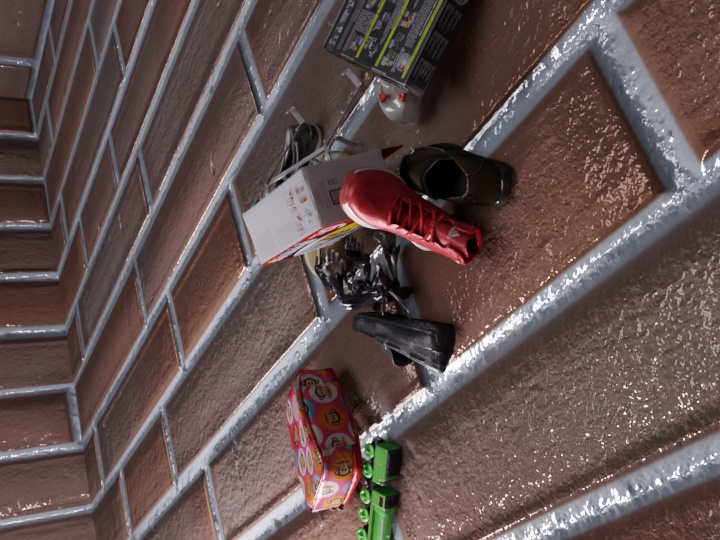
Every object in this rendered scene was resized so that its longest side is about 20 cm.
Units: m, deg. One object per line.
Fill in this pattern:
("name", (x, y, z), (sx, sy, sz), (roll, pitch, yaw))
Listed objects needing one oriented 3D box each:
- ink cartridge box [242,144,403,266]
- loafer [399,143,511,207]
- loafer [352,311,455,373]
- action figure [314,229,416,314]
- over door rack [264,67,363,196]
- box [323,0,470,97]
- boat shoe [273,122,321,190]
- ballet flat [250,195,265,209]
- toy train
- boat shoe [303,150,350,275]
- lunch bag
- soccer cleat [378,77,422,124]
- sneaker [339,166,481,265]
("ink cartridge box", (-0.041, -0.090, 1.119), (0.200, 0.175, 0.085), (-25, 85, 57))
("loafer", (0.105, -0.126, 1.028), (0.199, 0.071, 0.074), (18, 106, 56))
("loafer", (0.052, 0.097, 1.121), (0.200, 0.068, 0.071), (8, 90, 54))
("action figure", (0.000, 0.000, 1.158), (0.200, 0.118, 0.103), (27, 131, 62))
("over door rack", (-0.063, -0.198, 1.234), (0.147, 0.066, 0.201), (-25, 40, 37))
("box", (0.058, -0.345, 1.032), (0.160, 0.044, 0.201), (33, 100, 35))
("boat shoe", (-0.124, -0.166, 1.402), (0.067, 0.057, 0.201), (54, 133, 42))
("ballet flat", (-0.115, -0.084, 1.313), (0.064, 0.200, 0.076), (25, 103, 15))
("toy train", (0.028, 0.347, 1.198), (0.056, 0.041, 0.202), (13, 102, 46))
("boat shoe", (-0.044, -0.088, 1.276), (0.076, 0.071, 0.202), (9, 101, 41))
("lunch bag", (-0.066, 0.275, 1.280), (0.177, 0.081, 0.201), (108, 151, -44))
("soccer cleat", (0.063, -0.298, 1.099), (0.069, 0.078, 0.202), (7, 83, 22))
("sneaker", (0.075, -0.066, 0.976), (0.115, 0.199, 0.079), (22, 94, 49))
